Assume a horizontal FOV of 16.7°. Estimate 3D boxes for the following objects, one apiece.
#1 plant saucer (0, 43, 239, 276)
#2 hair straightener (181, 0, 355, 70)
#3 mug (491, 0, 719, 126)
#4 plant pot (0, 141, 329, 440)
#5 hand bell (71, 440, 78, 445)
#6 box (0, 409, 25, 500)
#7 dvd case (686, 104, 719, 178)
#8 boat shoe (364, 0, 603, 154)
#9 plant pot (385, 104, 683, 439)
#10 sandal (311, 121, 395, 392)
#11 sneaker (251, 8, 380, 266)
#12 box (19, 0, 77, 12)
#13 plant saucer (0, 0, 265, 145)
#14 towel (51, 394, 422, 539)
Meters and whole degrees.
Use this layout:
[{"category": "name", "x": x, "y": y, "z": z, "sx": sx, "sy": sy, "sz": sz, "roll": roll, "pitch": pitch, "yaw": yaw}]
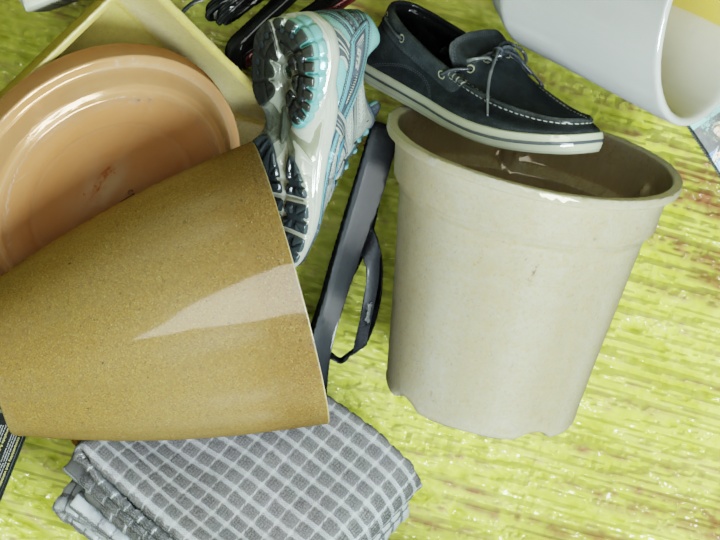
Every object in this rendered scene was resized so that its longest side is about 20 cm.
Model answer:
[{"category": "plant saucer", "x": -0.169, "y": -0.055, "z": 1.610, "sx": 0.199, "sy": 0.032, "sz": 0.201, "roll": -18, "pitch": 133, "yaw": -21}, {"category": "hair straightener", "x": -0.055, "y": -0.197, "z": 1.668, "sx": 0.199, "sy": 0.041, "sz": 0.077, "roll": -32, "pitch": 116, "yaw": 9}, {"category": "mug", "x": 0.181, "y": -0.195, "z": 1.630, "sx": 0.153, "sy": 0.186, "sz": 0.150, "roll": 21, "pitch": 123, "yaw": 30}, {"category": "plant pot", "x": -0.138, "y": 0.034, "z": 1.560, "sx": 0.199, "sy": 0.186, "sz": 0.187, "roll": -16, "pitch": 97, "yaw": -6}, {"category": "hand bell", "x": -0.147, "y": 0.157, "z": 1.703, "sx": 0.104, "sy": 0.104, "sz": 0.200, "roll": -43, "pitch": 83, "yaw": 4}, {"category": "box", "x": -0.303, "y": 0.100, "z": 1.632, "sx": 0.086, "sy": 0.164, "sz": 0.201, "roll": 26, "pitch": 98, "yaw": 29}, {"category": "dvd case", "x": 0.293, "y": -0.129, "z": 1.694, "sx": 0.146, "sy": 0.022, "sz": 0.200, "roll": -35, "pitch": 97, "yaw": 3}, {"category": "boat shoe", "x": 0.080, "y": -0.126, "z": 1.620, "sx": 0.200, "sy": 0.074, "sz": 0.063, "roll": 30, "pitch": 114, "yaw": 38}, {"category": "plant pot", "x": 0.097, "y": 0.005, "z": 1.635, "sx": 0.199, "sy": 0.201, "sz": 0.184, "roll": 12, "pitch": 108, "yaw": -2}, {"category": "sandal", "x": 0.000, "y": 0.000, "z": 1.677, "sx": 0.043, "sy": 0.076, "sz": 0.201, "roll": 16, "pitch": 96, "yaw": -3}, {"category": "sneaker", "x": -0.026, "y": -0.086, "z": 1.650, "sx": 0.086, "sy": 0.078, "sz": 0.201, "roll": -20, "pitch": 137, "yaw": -36}, {"category": "box", "x": -0.142, "y": -0.255, "z": 1.617, "sx": 0.199, "sy": 0.128, "sz": 0.110, "roll": -19, "pitch": 96, "yaw": 1}, {"category": "plant saucer", "x": -0.172, "y": -0.087, "z": 1.638, "sx": 0.200, "sy": 0.048, "sz": 0.200, "roll": -43, "pitch": 136, "yaw": 4}, {"category": "towel", "x": -0.083, "y": 0.141, "z": 1.634, "sx": 0.200, "sy": 0.086, "sz": 0.166, "roll": 36, "pitch": 59, "yaw": 14}]
